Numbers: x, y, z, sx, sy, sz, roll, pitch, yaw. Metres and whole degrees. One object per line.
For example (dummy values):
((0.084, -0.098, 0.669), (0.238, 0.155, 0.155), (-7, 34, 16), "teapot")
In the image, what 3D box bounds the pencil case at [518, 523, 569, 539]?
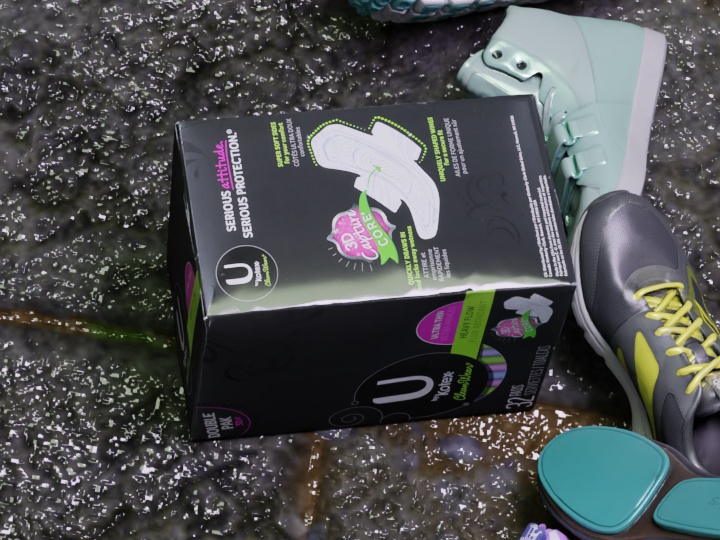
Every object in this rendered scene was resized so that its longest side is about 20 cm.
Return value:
((0.164, 0.205, 1.477), (0.199, 0.084, 0.086), (26, 36, 8), "pencil case")

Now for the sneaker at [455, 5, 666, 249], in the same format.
((0.106, -0.069, 1.639), (0.118, 0.074, 0.201), (14, 52, -1), "sneaker")

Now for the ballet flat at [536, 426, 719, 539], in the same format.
((0.164, 0.132, 1.462), (0.073, 0.200, 0.073), (-5, 99, -31), "ballet flat")

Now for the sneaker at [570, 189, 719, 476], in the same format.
((0.178, 0.049, 1.531), (0.074, 0.085, 0.201), (-20, 90, -24), "sneaker")

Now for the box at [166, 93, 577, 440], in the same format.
((0.000, 0.000, 1.540), (0.199, 0.149, 0.125), (-4, 60, -9), "box")

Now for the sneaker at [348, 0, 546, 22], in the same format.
((0.074, -0.201, 1.692), (0.199, 0.078, 0.092), (-13, 91, -28), "sneaker")
